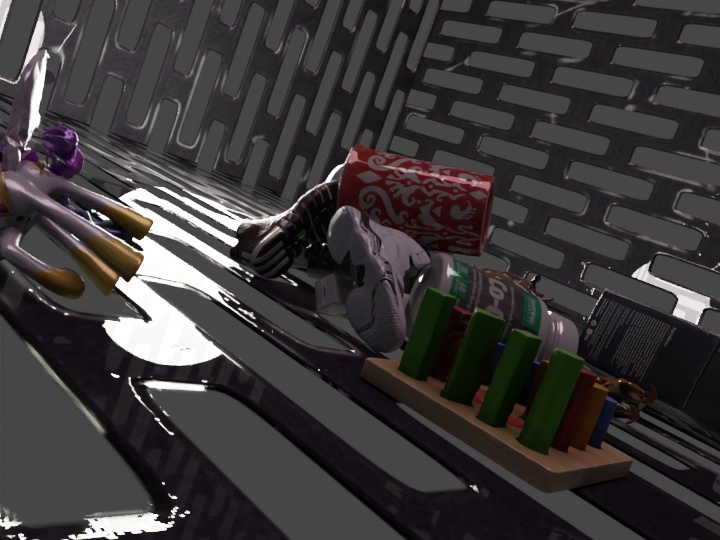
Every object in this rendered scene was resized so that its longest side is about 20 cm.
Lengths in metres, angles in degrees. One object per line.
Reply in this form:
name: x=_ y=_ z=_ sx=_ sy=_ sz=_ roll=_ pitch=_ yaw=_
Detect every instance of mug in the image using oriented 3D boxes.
mug: x=0.085 y=-0.093 z=1.022 sx=0.196 sy=0.137 sz=0.177 roll=11 pitch=5 yaw=15

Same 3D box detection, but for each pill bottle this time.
pill bottle: x=0.161 y=0.068 z=0.902 sx=0.197 sy=0.115 sz=0.113 roll=23 pitch=5 yaw=-13

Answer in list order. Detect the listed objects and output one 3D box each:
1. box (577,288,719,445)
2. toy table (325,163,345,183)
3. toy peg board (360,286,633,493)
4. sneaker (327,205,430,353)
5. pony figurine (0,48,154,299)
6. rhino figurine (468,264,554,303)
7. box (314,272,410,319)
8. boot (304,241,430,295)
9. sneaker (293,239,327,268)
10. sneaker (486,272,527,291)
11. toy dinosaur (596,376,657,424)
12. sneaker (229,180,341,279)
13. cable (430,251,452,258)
box: x=0.466 y=0.147 z=1.116 sx=0.199 sy=0.126 sz=0.195 roll=33 pitch=-4 yaw=-41
toy table: x=0.002 y=-0.096 z=1.369 sx=0.181 sy=0.204 sz=0.117 roll=-21 pitch=17 yaw=-23
toy peg board: x=0.141 y=0.098 z=0.663 sx=0.198 sy=0.100 sz=0.197 roll=27 pitch=8 yaw=38
sneaker: x=0.036 y=0.013 z=0.856 sx=0.113 sy=0.075 sz=0.202 roll=15 pitch=39 yaw=-37
pony figurine: x=-0.258 y=-0.066 z=0.554 sx=0.199 sy=0.168 sz=0.193 roll=36 pitch=8 yaw=-20
rhino figurine: x=0.235 y=0.031 z=1.246 sx=0.196 sy=0.061 sz=0.087 roll=8 pitch=32 yaw=32
box: x=0.028 y=0.047 z=0.928 sx=0.197 sy=0.042 sz=0.038 roll=16 pitch=-28 yaw=-41
boot: x=0.000 y=0.000 z=1.037 sx=0.171 sy=0.070 sz=0.201 roll=22 pitch=-24 yaw=-2
sneaker: x=-0.030 y=-0.031 z=1.168 sx=0.114 sy=0.077 sz=0.198 roll=-8 pitch=-7 yaw=43
sneaker: x=0.247 y=0.089 z=1.057 sx=0.200 sy=0.067 sz=0.090 roll=47 pitch=12 yaw=-11
toy dinosaur: x=0.363 y=0.170 z=1.011 sx=0.197 sy=0.062 sz=0.106 roll=20 pitch=5 yaw=-24
sneaker: x=-0.107 y=-0.071 z=1.023 sx=0.114 sy=0.077 sz=0.199 roll=13 pitch=40 yaw=40
cable: x=0.083 y=-0.087 z=1.237 sx=0.201 sy=0.069 sz=0.199 roll=51 pitch=25 yaw=22
